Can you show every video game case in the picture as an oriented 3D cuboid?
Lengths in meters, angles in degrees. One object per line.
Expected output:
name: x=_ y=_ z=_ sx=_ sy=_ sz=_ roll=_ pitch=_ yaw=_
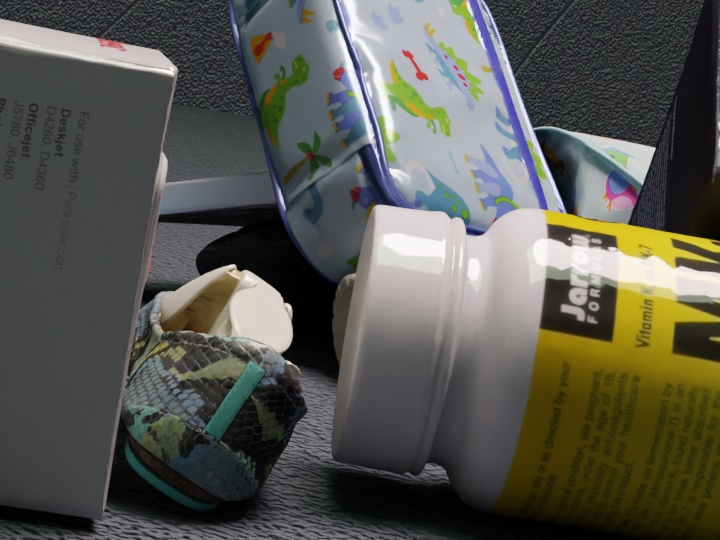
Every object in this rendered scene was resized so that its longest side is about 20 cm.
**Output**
video game case: x=-0.027 y=-0.037 z=1.172 sx=0.143 sy=0.018 sz=0.200 roll=-4 pitch=-4 yaw=40

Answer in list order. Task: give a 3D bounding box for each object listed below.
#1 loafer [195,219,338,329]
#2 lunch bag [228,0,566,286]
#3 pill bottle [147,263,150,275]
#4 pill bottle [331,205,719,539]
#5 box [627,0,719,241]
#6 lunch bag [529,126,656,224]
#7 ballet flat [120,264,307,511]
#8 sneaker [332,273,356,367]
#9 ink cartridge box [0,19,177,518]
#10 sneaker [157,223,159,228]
loafer: x=0.000 y=0.000 z=1.144 sx=0.200 sy=0.068 sz=0.070 roll=3 pitch=11 yaw=-44
lunch bag: x=0.022 y=-0.080 z=1.080 sx=0.082 sy=0.201 sz=0.160 roll=-35 pitch=-35 yaw=31
pill bottle: x=-0.178 y=-0.024 z=0.913 sx=0.200 sy=0.107 sz=0.106 roll=16 pitch=9 yaw=43
pill bottle: x=0.094 y=0.040 z=0.771 sx=0.199 sy=0.115 sz=0.114 roll=10 pitch=7 yaw=-4
box: x=0.218 y=-0.002 z=0.884 sx=0.196 sy=0.200 sz=0.118 roll=10 pitch=52 yaw=0
lunch bag: x=0.170 y=-0.005 z=1.140 sx=0.170 sy=0.122 sz=0.200 roll=5 pitch=25 yaw=-40
ballet flat: x=-0.050 y=0.034 z=0.775 sx=0.074 sy=0.075 sz=0.200 roll=9 pitch=9 yaw=-10
sneaker: x=0.077 y=0.033 z=0.947 sx=0.111 sy=0.077 sz=0.200 roll=-3 pitch=6 yaw=-26
ink cartridge box: x=-0.170 y=-0.018 z=0.694 sx=0.199 sy=0.147 sz=0.147 roll=9 pitch=6 yaw=-8
sneaker: x=-0.223 y=-0.050 z=1.269 sx=0.199 sy=0.075 sz=0.085 roll=17 pitch=-2 yaw=-23
